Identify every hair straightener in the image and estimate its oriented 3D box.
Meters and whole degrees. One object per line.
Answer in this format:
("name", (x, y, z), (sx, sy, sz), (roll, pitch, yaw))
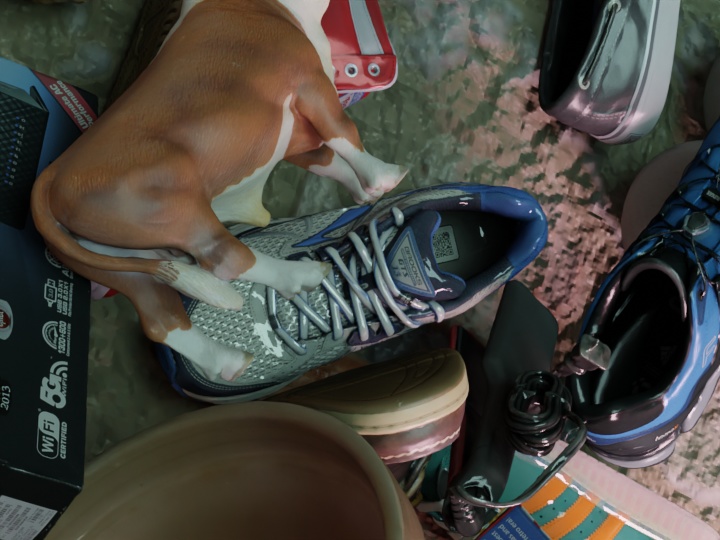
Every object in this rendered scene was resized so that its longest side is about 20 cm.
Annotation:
("hair straightener", (0.064, 0.048, 0.851), (0.041, 0.077, 0.200), (47, 19, -7))

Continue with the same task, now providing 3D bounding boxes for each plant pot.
("plant pot", (-0.054, 0.153, 0.737), (0.201, 0.200, 0.093), (-53, 130, -25))

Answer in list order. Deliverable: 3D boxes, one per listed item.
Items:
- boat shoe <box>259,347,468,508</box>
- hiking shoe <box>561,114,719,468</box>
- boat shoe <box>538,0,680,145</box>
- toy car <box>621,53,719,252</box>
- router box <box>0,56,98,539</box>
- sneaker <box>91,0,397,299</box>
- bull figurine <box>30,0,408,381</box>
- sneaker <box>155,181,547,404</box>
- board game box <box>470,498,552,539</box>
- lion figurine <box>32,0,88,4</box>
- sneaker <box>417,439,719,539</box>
("boat shoe", (0.003, 0.078, 0.843), (0.072, 0.200, 0.073), (-17, 89, -19))
("hiking shoe", (0.157, -0.003, 0.924), (0.201, 0.074, 0.087), (-63, 160, -1))
("boat shoe", (0.120, -0.166, 1.031), (0.066, 0.070, 0.202), (11, 85, -31))
("toy car", (0.242, -0.019, 1.044), (0.201, 0.174, 0.151), (-54, 144, -26))
("router box", (-0.179, -0.005, 0.775), (0.149, 0.062, 0.201), (20, 45, -27))
("sneaker", (-0.052, -0.063, 0.904), (0.112, 0.071, 0.202), (27, 68, -22))
("bull figurine", (-0.047, -0.055, 0.820), (0.121, 0.065, 0.200), (41, 56, -4))
("sneaker", (0.000, 0.000, 0.919), (0.199, 0.085, 0.078), (-24, 95, -31))
("board game box", (0.036, 0.210, 0.779), (0.200, 0.046, 0.152), (-39, 68, -10))
("lion figurine", (-0.112, -0.199, 0.828), (0.072, 0.122, 0.202), (22, 109, 12))
("sneaker", (0.079, 0.123, 0.958), (0.199, 0.071, 0.081), (27, 73, -22))
